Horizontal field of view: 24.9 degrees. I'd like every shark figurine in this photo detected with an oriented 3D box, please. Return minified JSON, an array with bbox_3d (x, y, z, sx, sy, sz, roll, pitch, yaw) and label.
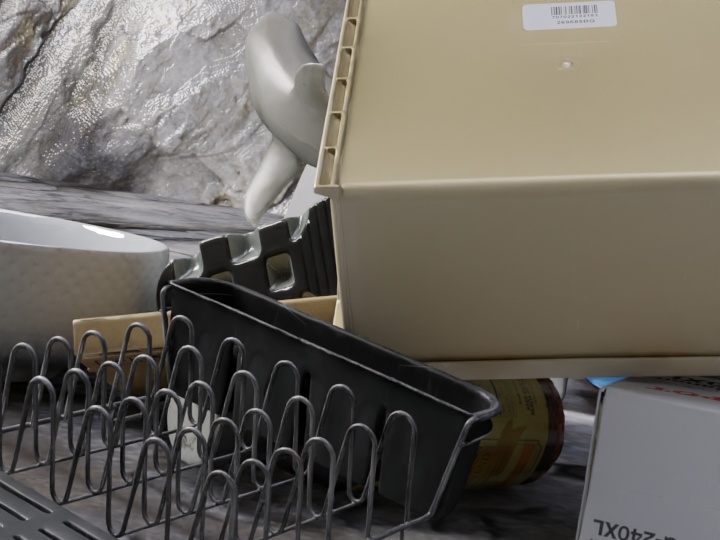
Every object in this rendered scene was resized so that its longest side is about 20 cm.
[{"bbox_3d":[0.011,-0.082,0.842,0.214,0.128,0.090,15,-28,23],"label":"shark figurine"}]

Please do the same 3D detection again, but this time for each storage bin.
[{"bbox_3d":[0.089,-0.051,0.705,0.200,0.094,0.199,-2,35,7],"label":"storage bin"}]

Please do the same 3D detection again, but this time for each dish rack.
[{"bbox_3d":[-0.065,0.060,0.562,0.153,0.055,0.200,20,19,34],"label":"dish rack"}]

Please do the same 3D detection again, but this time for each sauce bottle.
[{"bbox_3d":[0.005,0.070,0.747,0.200,0.066,0.066,4,7,-37],"label":"sauce bottle"}]

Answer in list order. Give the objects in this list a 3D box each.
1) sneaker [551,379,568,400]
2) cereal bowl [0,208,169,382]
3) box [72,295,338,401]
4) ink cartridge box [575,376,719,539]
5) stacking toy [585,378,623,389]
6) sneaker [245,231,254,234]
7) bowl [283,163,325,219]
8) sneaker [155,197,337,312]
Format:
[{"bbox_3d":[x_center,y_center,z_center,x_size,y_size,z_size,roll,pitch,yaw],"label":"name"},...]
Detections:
[{"bbox_3d":[0.105,0.046,1.189,0.080,0.071,0.200,6,5,0],"label":"sneaker"},{"bbox_3d":[-0.208,0.012,0.901,0.200,0.083,0.200,9,5,-1],"label":"cereal bowl"},{"bbox_3d":[-0.025,0.037,0.790,0.200,0.021,0.164,-6,-12,0],"label":"box"},{"bbox_3d":[0.188,0.092,0.694,0.145,0.084,0.200,10,5,22],"label":"ink cartridge box"},{"bbox_3d":[0.195,0.053,1.188,0.116,0.110,0.200,24,-8,-7],"label":"stacking toy"},{"bbox_3d":[-0.024,0.026,1.314,0.200,0.077,0.082,5,33,-35],"label":"sneaker"},{"bbox_3d":[0.054,0.004,0.962,0.200,0.200,0.075,10,31,-23],"label":"bowl"},{"bbox_3d":[0.000,0.000,0.853,0.200,0.074,0.088,-10,-14,24],"label":"sneaker"}]
